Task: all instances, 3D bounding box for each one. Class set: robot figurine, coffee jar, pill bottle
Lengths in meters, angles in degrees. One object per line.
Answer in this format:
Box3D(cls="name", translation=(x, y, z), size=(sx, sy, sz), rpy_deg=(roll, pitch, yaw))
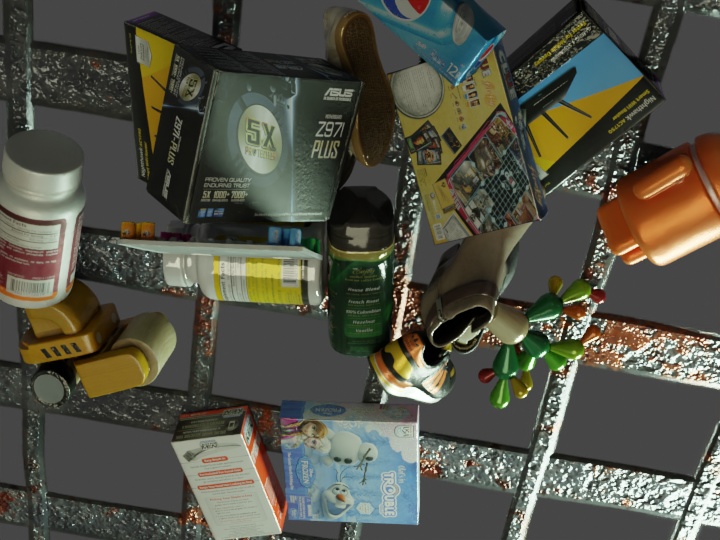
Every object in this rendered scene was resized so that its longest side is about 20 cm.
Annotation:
Box3D(cls="robot figurine", translation=(0.376, -0.083, 1.373), size=(0.198, 0.117, 0.144), rpy_deg=(-29, 111, 25))
Box3D(cls="coffee jar", translation=(0.000, 0.000, 1.477), size=(0.084, 0.105, 0.203), rpy_deg=(-1, 125, -2))
Box3D(cls="pill bottle", translation=(-0.141, -0.017, 1.477), size=(0.196, 0.112, 0.113), rpy_deg=(4, 125, 4))
Box3D(cls="pill bottle", translation=(-0.402, -0.064, 1.473), size=(0.112, 0.115, 0.202), rpy_deg=(15, 125, -4))

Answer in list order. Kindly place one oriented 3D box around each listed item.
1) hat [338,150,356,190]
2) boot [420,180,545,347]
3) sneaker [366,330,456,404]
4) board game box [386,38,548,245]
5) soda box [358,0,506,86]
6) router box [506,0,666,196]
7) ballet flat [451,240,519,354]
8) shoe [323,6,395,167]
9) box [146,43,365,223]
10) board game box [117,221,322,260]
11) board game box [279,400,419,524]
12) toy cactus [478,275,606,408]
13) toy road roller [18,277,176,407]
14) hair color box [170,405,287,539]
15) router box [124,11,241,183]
Box3D(cls="hat", translation=(-0.100, -0.130, 1.413), size=(0.197, 0.081, 0.203), rpy_deg=(3, 126, 4))
Box3D(cls="boot", translation=(0.144, -0.002, 1.379), size=(0.070, 0.147, 0.200), rpy_deg=(30, 126, -18))
Box3D(cls="sneaker", translation=(0.091, 0.117, 1.515), size=(0.090, 0.071, 0.199), rpy_deg=(-37, 158, 21))
Box3D(cls="board game box", translation=(0.120, -0.142, 1.330), size=(0.134, 0.035, 0.203), rpy_deg=(-12, 99, 29))
Box3D(cls="soda box", translation=(0.055, -0.289, 1.253), size=(0.200, 0.068, 0.064), rpy_deg=(42, 122, 5))
Box3D(cls="router box", translation=(0.222, -0.191, 1.351), size=(0.149, 0.051, 0.199), rpy_deg=(39, 120, -21))
Box3D(cls="ballet flat", translation=(0.152, 0.026, 1.500), size=(0.072, 0.074, 0.202), rpy_deg=(16, 125, -5))
Box3D(cls="shoe", translation=(-0.005, -0.212, 1.368), size=(0.053, 0.070, 0.202), rpy_deg=(26, 140, 39))
Box3D(cls="box", translation=(-0.111, -0.143, 1.267), size=(0.198, 0.086, 0.166), rpy_deg=(-2, 117, -41))
Box3D(cls="board game box", translation=(-0.149, -0.032, 1.321), size=(0.196, 0.200, 0.026), rpy_deg=(2, 88, 5))
Box3D(cls="board game box", translation=(-0.013, 0.278, 1.707), size=(0.195, 0.044, 0.203), rpy_deg=(0, 124, 5))
Box3D(cls="toy cactus", translation=(0.209, 0.076, 1.500), size=(0.200, 0.103, 0.164), rpy_deg=(-46, 131, 16))
Box3D(cls="toy road roller", translation=(-0.357, 0.081, 1.567), size=(0.197, 0.123, 0.148), rpy_deg=(-11, 112, 15))
Box3D(cls="hair color box", translation=(-0.188, 0.297, 1.729), size=(0.109, 0.064, 0.202), rpy_deg=(-8, 124, 13))
Box3D(cls="router box", translation=(-0.199, -0.176, 1.360), size=(0.148, 0.051, 0.203), rpy_deg=(28, 131, 33))
